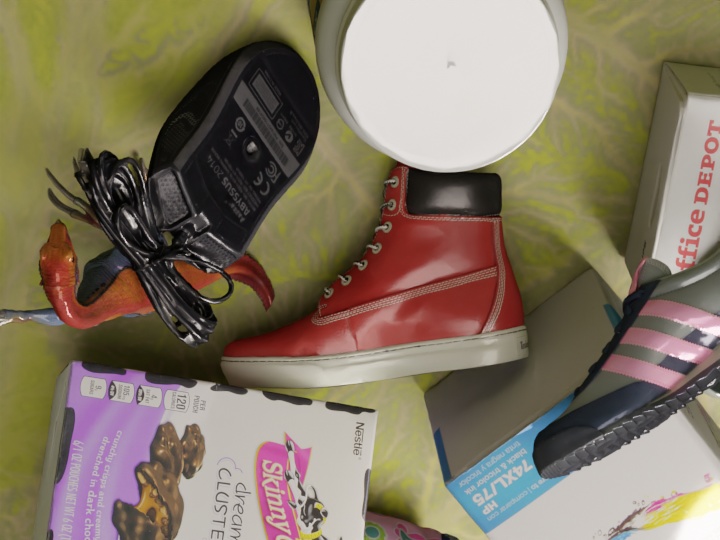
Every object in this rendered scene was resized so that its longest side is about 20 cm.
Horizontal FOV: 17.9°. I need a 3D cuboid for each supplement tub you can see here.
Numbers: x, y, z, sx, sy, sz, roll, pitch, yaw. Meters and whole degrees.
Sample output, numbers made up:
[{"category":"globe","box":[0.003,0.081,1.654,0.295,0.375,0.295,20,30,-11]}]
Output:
[{"category":"supplement tub","box":[0.043,-0.146,1.331,0.144,0.200,0.145,-1,110,-3]}]

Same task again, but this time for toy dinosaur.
[{"category":"toy dinosaur","box":[-0.139,-0.007,1.380,0.199,0.182,0.106,9,109,-8]}]

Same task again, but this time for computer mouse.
[{"category":"computer mouse","box":[-0.096,-0.063,1.385,0.053,0.200,0.139,-4,128,41]}]

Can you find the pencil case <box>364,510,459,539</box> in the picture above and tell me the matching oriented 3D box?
[{"category":"pencil case","box":[-0.039,0.191,1.511,0.199,0.087,0.088,17,108,-8]}]

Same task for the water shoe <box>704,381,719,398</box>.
[{"category":"water shoe","box":[0.274,0.007,1.377,0.071,0.079,0.200,39,104,-16]}]

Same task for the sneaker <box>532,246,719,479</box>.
[{"category":"sneaker","box":[0.171,0.042,1.343,0.200,0.070,0.082,-36,75,-4]}]

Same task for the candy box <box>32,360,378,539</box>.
[{"category":"candy box","box":[-0.099,0.156,1.419,0.199,0.072,0.169,10,76,-14]}]

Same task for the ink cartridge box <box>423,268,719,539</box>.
[{"category":"ink cartridge box","box":[0.162,0.136,1.471,0.146,0.147,0.200,-37,108,9]}]

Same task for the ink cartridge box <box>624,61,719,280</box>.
[{"category":"ink cartridge box","box":[0.279,-0.045,1.445,0.199,0.084,0.147,7,110,-7]}]

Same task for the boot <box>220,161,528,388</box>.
[{"category":"boot","box":[0.000,0.000,1.459,0.199,0.072,0.145,-10,90,11]}]
